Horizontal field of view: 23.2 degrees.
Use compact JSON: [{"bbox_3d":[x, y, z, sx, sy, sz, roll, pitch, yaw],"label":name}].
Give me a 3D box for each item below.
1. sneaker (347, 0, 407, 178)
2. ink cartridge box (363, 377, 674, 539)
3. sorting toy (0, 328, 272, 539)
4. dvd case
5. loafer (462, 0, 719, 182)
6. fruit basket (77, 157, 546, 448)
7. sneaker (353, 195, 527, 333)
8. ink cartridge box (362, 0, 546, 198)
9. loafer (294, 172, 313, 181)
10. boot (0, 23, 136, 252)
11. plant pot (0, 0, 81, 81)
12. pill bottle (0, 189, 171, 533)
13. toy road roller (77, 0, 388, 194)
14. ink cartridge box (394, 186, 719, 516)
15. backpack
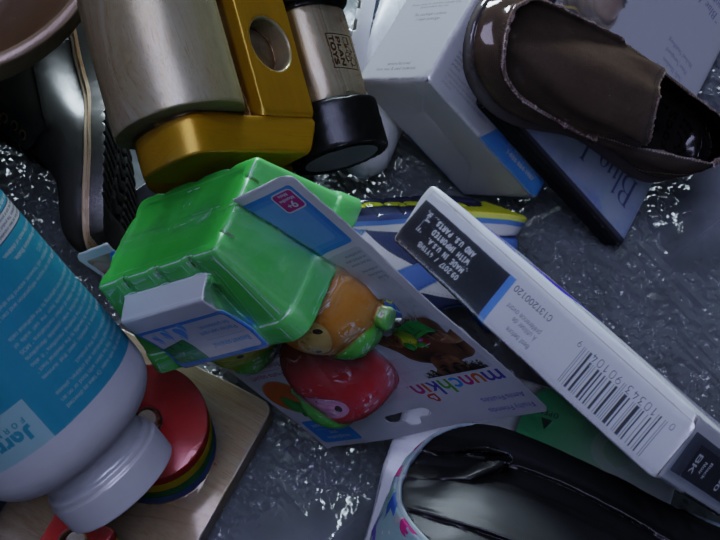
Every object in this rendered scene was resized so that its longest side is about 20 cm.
[{"bbox_3d":[0.033,-0.148,1.109,0.080,0.076,0.200,13,69,-4],"label":"sneaker"},{"bbox_3d":[0.080,0.161,0.988,0.161,0.050,0.200,17,66,8],"label":"ink cartridge box"},{"bbox_3d":[-0.184,0.112,1.001,0.200,0.070,0.199,25,70,11],"label":"sorting toy"},{"bbox_3d":[0.158,-0.136,1.076,0.018,0.143,0.200,5,59,50],"label":"dvd case"},{"bbox_3d":[0.142,-0.108,1.006,0.200,0.071,0.073,19,80,-38],"label":"loafer"},{"bbox_3d":[-0.031,0.036,0.924,0.200,0.185,0.094,46,53,-25],"label":"fruit basket"},{"bbox_3d":[0.000,0.000,1.029,0.200,0.074,0.082,0,103,-10],"label":"sneaker"},{"bbox_3d":[0.098,-0.158,1.081,0.067,0.116,0.200,4,57,50],"label":"ink cartridge box"},{"bbox_3d":[-0.057,-0.117,1.096,0.070,0.068,0.201,8,71,-4],"label":"loafer"},{"bbox_3d":[-0.216,-0.083,1.090,0.138,0.078,0.200,-11,54,1],"label":"boot"},{"bbox_3d":[-0.238,-0.182,0.975,0.200,0.093,0.201,2,74,-8],"label":"plant pot"},{"bbox_3d":[-0.185,0.041,0.900,0.111,0.111,0.200,-44,109,-16],"label":"pill bottle"},{"bbox_3d":[-0.092,-0.099,0.971,0.146,0.200,0.123,-23,78,35],"label":"toy road roller"},{"bbox_3d":[0.130,0.054,0.943,0.043,0.200,0.198,-51,58,5],"label":"ink cartridge box"},{"bbox_3d":[0.094,0.172,0.881,0.200,0.178,0.151,31,115,7],"label":"backpack"}]
